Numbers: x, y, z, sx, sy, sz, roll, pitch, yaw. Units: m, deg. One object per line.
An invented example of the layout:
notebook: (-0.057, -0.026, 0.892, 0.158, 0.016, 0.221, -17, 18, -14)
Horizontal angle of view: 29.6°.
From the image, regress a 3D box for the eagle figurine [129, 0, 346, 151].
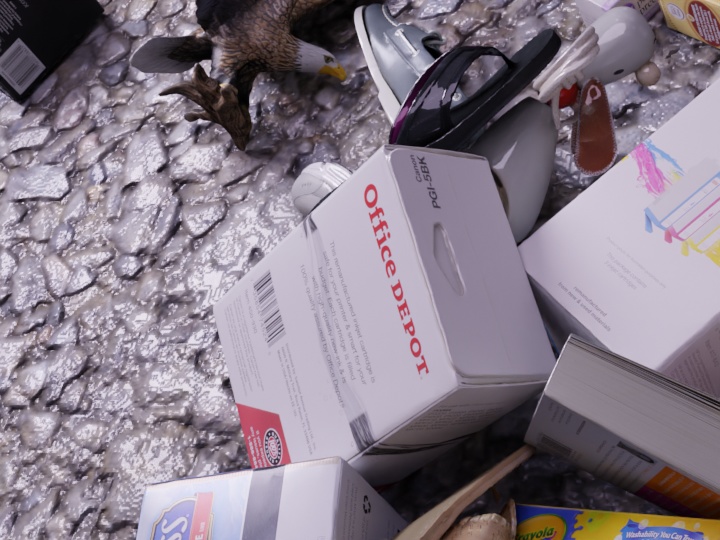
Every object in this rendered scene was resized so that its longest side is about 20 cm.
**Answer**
eagle figurine: (-0.070, -0.200, 1.070, 0.151, 0.151, 0.201, 5, 69, 52)

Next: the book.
book: (0.179, 0.106, 0.669, 0.199, 0.134, 0.048, 25, 75, 9)

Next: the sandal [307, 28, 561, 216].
sandal: (0.042, -0.097, 0.869, 0.200, 0.048, 0.075, -38, 13, 2)

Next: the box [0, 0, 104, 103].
box: (-0.364, -0.273, 1.254, 0.124, 0.149, 0.200, -49, 51, -10)

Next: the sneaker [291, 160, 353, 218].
sneaker: (0.000, 0.000, 0.927, 0.092, 0.076, 0.200, -46, 48, -4)

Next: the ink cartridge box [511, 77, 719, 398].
ink cartridge box: (0.212, -0.004, 0.783, 0.200, 0.129, 0.125, -39, 47, -5)

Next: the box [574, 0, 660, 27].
box: (0.242, -0.251, 1.003, 0.200, 0.039, 0.041, -43, 48, -7)

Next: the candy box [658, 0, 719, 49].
candy box: (0.311, -0.187, 0.913, 0.117, 0.057, 0.200, -48, 49, -10)

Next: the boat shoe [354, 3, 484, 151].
boat shoe: (0.042, -0.142, 0.997, 0.061, 0.073, 0.201, -24, 38, 6)

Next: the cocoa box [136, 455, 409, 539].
cocoa box: (-0.049, 0.225, 0.747, 0.130, 0.134, 0.201, -11, 53, 22)

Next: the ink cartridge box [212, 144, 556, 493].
ink cartridge box: (0.008, 0.040, 0.800, 0.200, 0.082, 0.148, -39, 59, 44)

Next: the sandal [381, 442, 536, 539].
sandal: (0.042, 0.159, 0.695, 0.078, 0.211, 0.070, -41, 77, 36)

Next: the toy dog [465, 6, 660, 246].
toy dog: (0.127, -0.069, 0.891, 0.200, 0.096, 0.132, -45, 1, 29)

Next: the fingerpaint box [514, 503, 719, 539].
fingerpaint box: (0.120, 0.205, 0.658, 0.200, 0.073, 0.167, -10, 46, 60)
